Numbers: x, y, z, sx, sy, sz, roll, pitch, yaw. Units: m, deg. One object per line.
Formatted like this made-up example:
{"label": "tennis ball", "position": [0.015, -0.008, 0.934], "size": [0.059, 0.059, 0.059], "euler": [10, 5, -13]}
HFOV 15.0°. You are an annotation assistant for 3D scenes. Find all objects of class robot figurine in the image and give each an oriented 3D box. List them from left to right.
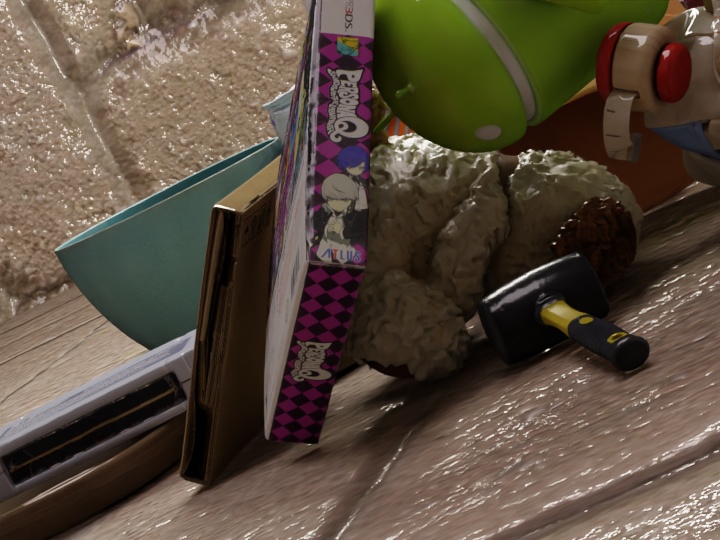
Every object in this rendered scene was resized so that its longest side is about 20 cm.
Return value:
{"label": "robot figurine", "position": [0.086, -0.145, 1.478], "size": [0.200, 0.116, 0.176], "euler": [-40, -6, -13]}

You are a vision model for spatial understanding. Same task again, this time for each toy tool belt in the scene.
{"label": "toy tool belt", "position": [0.222, -0.097, 1.468], "size": [0.122, 0.126, 0.200], "euler": [9, 1, 30]}

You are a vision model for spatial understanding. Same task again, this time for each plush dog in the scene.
{"label": "plush dog", "position": [0.076, -0.027, 1.560], "size": [0.171, 0.162, 0.200], "euler": [0, 8, -1]}

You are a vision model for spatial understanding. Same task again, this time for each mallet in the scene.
{"label": "mallet", "position": [0.099, 0.032, 1.356], "size": [0.066, 0.041, 0.200], "euler": [-25, 9, 1]}

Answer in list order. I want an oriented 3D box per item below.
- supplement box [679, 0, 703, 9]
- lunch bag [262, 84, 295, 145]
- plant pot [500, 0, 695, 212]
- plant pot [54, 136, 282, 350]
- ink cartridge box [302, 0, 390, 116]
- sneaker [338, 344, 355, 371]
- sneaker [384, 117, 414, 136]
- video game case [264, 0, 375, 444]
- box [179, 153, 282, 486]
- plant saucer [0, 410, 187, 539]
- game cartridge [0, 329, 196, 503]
{"label": "supplement box", "position": [0.226, -0.138, 1.931], "size": [0.061, 0.109, 0.200], "euler": [-28, 6, -20]}
{"label": "lunch bag", "position": [0.048, -0.106, 2.144], "size": [0.199, 0.170, 0.127], "euler": [-25, 4, 6]}
{"label": "plant pot", "position": [0.127, -0.125, 1.701], "size": [0.199, 0.141, 0.200], "euler": [-17, -24, -8]}
{"label": "plant pot", "position": [-0.124, -0.002, 2.171], "size": [0.199, 0.135, 0.200], "euler": [-27, 6, 3]}
{"label": "ink cartridge box", "position": [0.061, -0.205, 1.831], "size": [0.200, 0.147, 0.083], "euler": [-36, -33, 24]}
{"label": "sneaker", "position": [0.000, 0.000, 1.805], "size": [0.067, 0.090, 0.200], "euler": [-21, 8, 38]}
{"label": "sneaker", "position": [0.064, -0.019, 1.767], "size": [0.077, 0.112, 0.201], "euler": [-35, 33, 44]}
{"label": "video game case", "position": [-0.023, -0.031, 1.466], "size": [0.036, 0.182, 0.200], "euler": [5, -31, -6]}
{"label": "box", "position": [-0.065, 0.024, 1.624], "size": [0.021, 0.165, 0.200], "euler": [10, 14, 9]}
{"label": "plant saucer", "position": [-0.189, 0.138, 1.741], "size": [0.199, 0.030, 0.200], "euler": [-26, 6, 3]}
{"label": "game cartridge", "position": [-0.163, 0.089, 1.746], "size": [0.199, 0.041, 0.133], "euler": [-26, 9, 5]}
